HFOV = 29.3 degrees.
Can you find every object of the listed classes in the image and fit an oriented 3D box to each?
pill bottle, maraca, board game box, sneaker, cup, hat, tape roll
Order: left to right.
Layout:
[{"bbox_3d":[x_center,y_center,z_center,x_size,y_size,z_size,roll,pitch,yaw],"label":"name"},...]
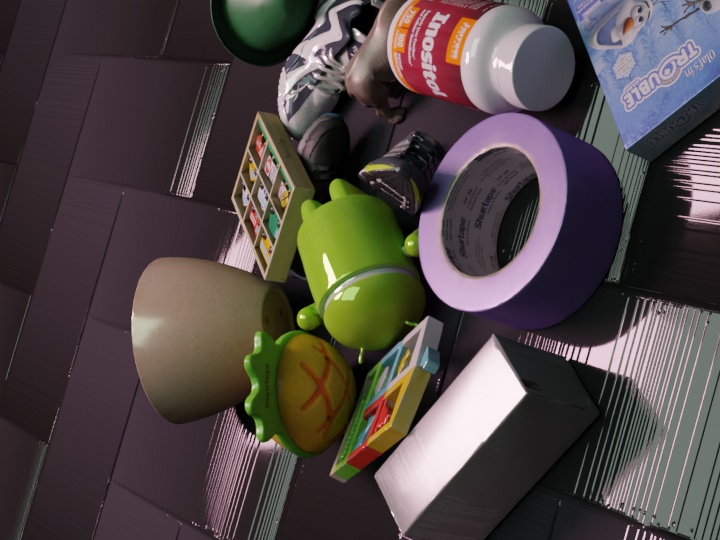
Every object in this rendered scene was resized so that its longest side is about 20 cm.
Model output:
[{"bbox_3d":[-0.160,0.076,1.633,0.142,0.200,0.202,-7,68,19],"label":"cup"},{"bbox_3d":[-0.070,0.131,1.478,0.106,0.200,0.138,-11,76,24],"label":"maraca"},{"bbox_3d":[-0.072,-0.318,1.661,0.176,0.200,0.166,27,85,44],"label":"hat"},{"bbox_3d":[-0.037,-0.083,1.622,0.082,0.073,0.201,19,101,49],"label":"sneaker"},{"bbox_3d":[-0.024,-0.246,1.654,0.200,0.079,0.129,-62,29,-4],"label":"sneaker"},{"bbox_3d":[0.049,-0.111,1.458,0.081,0.074,0.200,-56,0,4],"label":"sneaker"},{"bbox_3d":[0.126,-0.226,1.437,0.200,0.113,0.114,25,95,52],"label":"pill bottle"},{"bbox_3d":[0.154,-0.047,1.357,0.199,0.085,0.201,-23,59,45],"label":"tape roll"},{"bbox_3d":[0.302,-0.240,1.284,0.200,0.043,0.200,-40,49,34],"label":"board game box"}]

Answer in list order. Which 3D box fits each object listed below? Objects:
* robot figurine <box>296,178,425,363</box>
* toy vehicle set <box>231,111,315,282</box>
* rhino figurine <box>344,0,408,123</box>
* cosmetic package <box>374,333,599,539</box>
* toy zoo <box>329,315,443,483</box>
[{"bbox_3d":[0.000,0.000,1.495,0.175,0.116,0.201,-34,55,19],"label":"robot figurine"},{"bbox_3d":[-0.106,-0.091,1.639,0.200,0.026,0.125,-118,41,-55],"label":"toy vehicle set"},{"bbox_3d":[0.049,-0.272,1.569,0.060,0.087,0.201,45,111,48],"label":"rhino figurine"},{"bbox_3d":[0.118,0.165,1.302,0.200,0.106,0.090,-53,41,21],"label":"cosmetic package"},{"bbox_3d":[0.031,0.128,1.400,0.200,0.020,0.132,-48,18,58],"label":"toy zoo"}]
